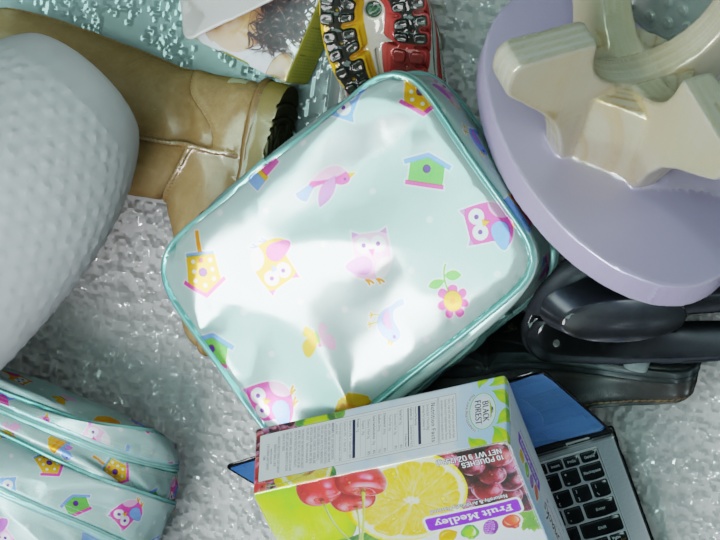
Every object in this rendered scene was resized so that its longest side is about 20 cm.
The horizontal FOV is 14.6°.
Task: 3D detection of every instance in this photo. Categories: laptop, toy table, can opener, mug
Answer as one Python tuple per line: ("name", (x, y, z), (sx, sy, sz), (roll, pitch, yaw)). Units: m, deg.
("laptop", (0.056, 0.155, 1.563), (0.186, 0.116, 0.201), (-17, 101, 17))
("toy table", (0.145, -0.096, 1.477), (0.183, 0.117, 0.200), (-27, 66, -28))
("can opener", (0.181, 0.028, 1.536), (0.199, 0.079, 0.064), (1, 118, -24))
("mug", (-0.230, -0.049, 1.587), (0.199, 0.148, 0.175), (22, 62, 42))

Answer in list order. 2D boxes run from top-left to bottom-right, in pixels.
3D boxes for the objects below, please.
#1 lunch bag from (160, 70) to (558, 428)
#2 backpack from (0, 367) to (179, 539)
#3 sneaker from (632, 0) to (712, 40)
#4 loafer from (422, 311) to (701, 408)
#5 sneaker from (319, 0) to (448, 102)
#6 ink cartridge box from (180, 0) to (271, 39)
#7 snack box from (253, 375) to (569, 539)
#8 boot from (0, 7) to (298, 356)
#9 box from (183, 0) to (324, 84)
("lunch bag", (0.000, 0.000, 1.547), (0.200, 0.077, 0.161), (-38, 86, 16))
("backpack", (-0.208, 0.122, 1.645), (0.199, 0.167, 0.127), (20, 92, 9))
("sneaker", (0.212, -0.151, 1.557), (0.199, 0.080, 0.077), (26, 127, 32))
("loafer", (0.097, 0.062, 1.602), (0.199, 0.073, 0.073), (4, 115, 20))
("sneaker", (0.025, -0.092, 1.612), (0.077, 0.082, 0.201), (-2, 107, 8))
("ink cartridge box", (-0.092, -0.247, 1.599), (0.116, 0.067, 0.201), (-23, 68, 32))
("snack box", (0.039, 0.155, 1.521), (0.141, 0.053, 0.201), (-12, 132, 12))
("boot", (-0.147, -0.053, 1.668), (0.199, 0.066, 0.176), (13, 86, 16))
("box", (-0.028, -0.213, 1.632), (0.075, 0.050, 0.201), (25, 98, 14))
